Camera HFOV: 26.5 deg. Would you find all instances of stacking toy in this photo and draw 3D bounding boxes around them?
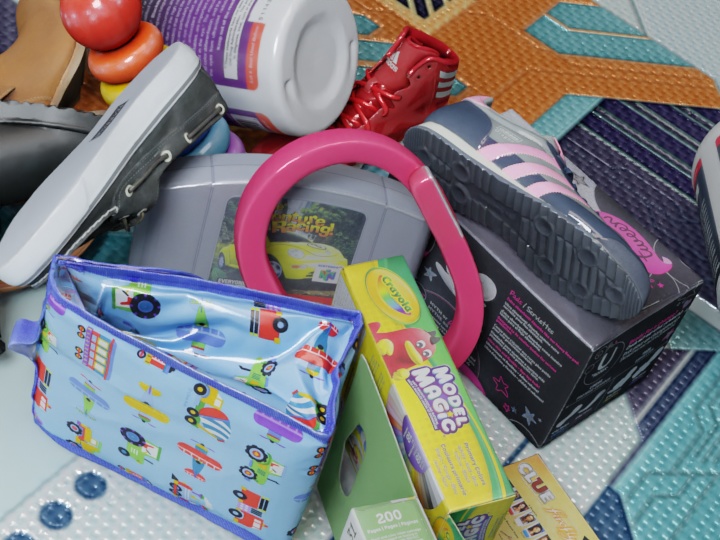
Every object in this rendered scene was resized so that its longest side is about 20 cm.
[{"bbox_3d":[-0.146,-0.119,1.049,0.085,0.200,0.086,-18,38,15],"label":"stacking toy"}]

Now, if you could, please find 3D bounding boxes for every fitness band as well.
[{"bbox_3d":[0.000,0.000,1.001,0.143,0.201,0.037,-24,30,5],"label":"fitness band"}]

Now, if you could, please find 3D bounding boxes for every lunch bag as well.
[{"bbox_3d":[-0.116,0.073,0.916,0.199,0.151,0.094,17,52,-2],"label":"lunch bag"}]

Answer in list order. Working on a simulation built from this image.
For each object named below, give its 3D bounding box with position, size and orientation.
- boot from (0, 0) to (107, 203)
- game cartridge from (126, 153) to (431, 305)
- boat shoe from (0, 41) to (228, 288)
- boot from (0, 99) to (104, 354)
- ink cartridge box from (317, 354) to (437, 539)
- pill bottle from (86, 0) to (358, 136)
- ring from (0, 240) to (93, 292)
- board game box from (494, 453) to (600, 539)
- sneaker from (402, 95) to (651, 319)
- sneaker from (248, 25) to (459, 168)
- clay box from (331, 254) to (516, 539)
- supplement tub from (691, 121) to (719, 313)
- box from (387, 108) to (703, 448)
[{"bbox_3d":[-0.268,-0.126,1.087,0.154,0.077,0.201,-7,59,-21],"label":"boot"},{"bbox_3d":[-0.054,-0.017,1.035,0.199,0.134,0.041,5,37,-14],"label":"game cartridge"},{"bbox_3d":[-0.147,-0.058,0.938,0.057,0.068,0.200,47,58,-21],"label":"boat shoe"},{"bbox_3d":[-0.239,-0.027,0.977,0.197,0.073,0.164,7,82,-19],"label":"boot"},{"bbox_3d":[0.001,0.171,0.874,0.048,0.146,0.201,-8,52,-23],"label":"ink cartridge box"},{"bbox_3d":[-0.111,-0.167,1.134,0.199,0.112,0.111,13,39,30],"label":"pill bottle"},{"bbox_3d":[-0.279,-0.057,1.074,0.199,0.019,0.201,11,47,-11],"label":"ring"},{"bbox_3d":[0.110,0.219,0.946,0.135,0.035,0.200,-16,56,-30],"label":"board game box"},{"bbox_3d":[0.125,-0.051,1.012,0.200,0.070,0.082,41,57,20],"label":"sneaker"},{"bbox_3d":[-0.004,-0.130,1.169,0.078,0.116,0.200,42,49,20],"label":"sneaker"},{"bbox_3d":[0.033,0.105,0.914,0.047,0.115,0.201,-12,57,-21],"label":"clay box"},{"bbox_3d":[0.337,-0.023,1.175,0.139,0.141,0.201,10,47,-11],"label":"supplement tub"},{"bbox_3d":[0.119,0.000,1.095,0.132,0.115,0.200,-27,62,-36],"label":"box"}]
